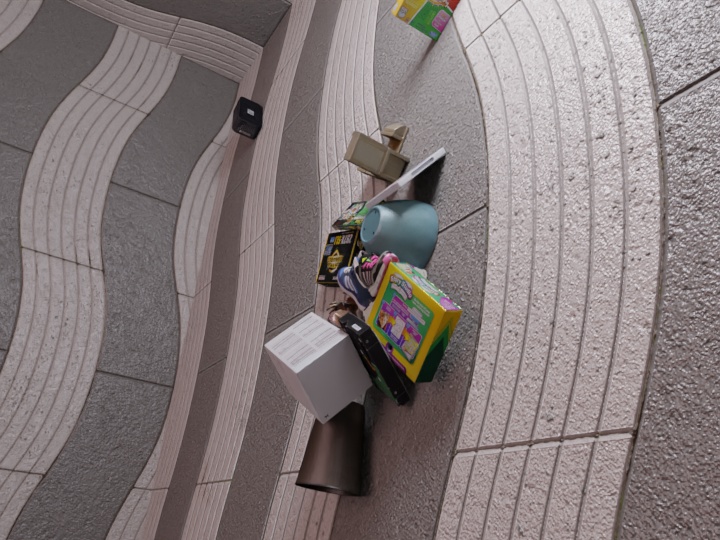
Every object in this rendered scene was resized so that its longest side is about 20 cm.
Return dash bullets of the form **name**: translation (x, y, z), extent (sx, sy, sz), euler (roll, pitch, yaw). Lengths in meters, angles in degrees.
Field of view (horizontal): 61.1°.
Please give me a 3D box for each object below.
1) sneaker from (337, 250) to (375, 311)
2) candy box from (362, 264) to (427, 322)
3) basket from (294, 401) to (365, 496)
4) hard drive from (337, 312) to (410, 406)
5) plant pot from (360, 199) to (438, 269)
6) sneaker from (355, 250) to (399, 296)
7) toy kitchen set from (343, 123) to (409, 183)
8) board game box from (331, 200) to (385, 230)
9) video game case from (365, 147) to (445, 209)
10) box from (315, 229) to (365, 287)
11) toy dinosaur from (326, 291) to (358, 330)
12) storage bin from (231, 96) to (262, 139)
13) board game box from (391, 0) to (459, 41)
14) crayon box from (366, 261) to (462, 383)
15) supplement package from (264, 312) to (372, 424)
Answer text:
- **sneaker**: translation (0.000, 0.000, 1.592), extent (0.200, 0.079, 0.149), euler (-129, 35, -50)
- **candy box**: translation (0.087, 0.102, 1.433), extent (0.200, 0.060, 0.138), euler (-47, 38, 38)
- **basket**: translation (-0.059, 0.414, 1.441), extent (0.178, 0.135, 0.203), euler (-13, 57, 43)
- **hard drive**: translation (0.030, 0.196, 1.353), extent (0.038, 0.202, 0.139), euler (-32, 19, -13)
- **plant pot**: translation (0.078, -0.090, 1.493), extent (0.200, 0.133, 0.203), euler (-41, 39, 45)
- **sneaker**: translation (0.031, -0.005, 1.410), extent (0.074, 0.087, 0.200), euler (-43, -8, -17)
- **toy kitchen set**: translation (0.028, -0.361, 1.707), extent (0.199, 0.178, 0.166), euler (31, 99, 58)
- **board game box**: translation (-0.006, -0.160, 1.773), extent (0.105, 0.024, 0.199), euler (-46, 21, -16)
- **video game case**: translation (0.112, -0.228, 1.510), extent (0.199, 0.018, 0.143), euler (-40, 6, -36)
- **box**: translation (-0.056, -0.034, 1.807), extent (0.199, 0.049, 0.163), euler (-1, 71, 62)
- **toy dinosaur**: translation (-0.047, 0.128, 1.580), extent (0.085, 0.200, 0.137), euler (-32, 82, 16)
- **storage bin**: translation (-0.596, -0.805, 3.217), extent (0.094, 0.133, 0.202), euler (-48, 35, 37)
- **board game box**: translation (0.198, -0.761, 1.672), extent (0.202, 0.151, 0.041), euler (-58, 31, 25)
- **crayon box**: translation (0.106, 0.106, 1.291), extent (0.200, 0.058, 0.175), euler (43, 119, 44)
- **supplement package**: translation (-0.102, 0.223, 1.437), extent (0.150, 0.154, 0.199), euler (-34, 25, -19)
